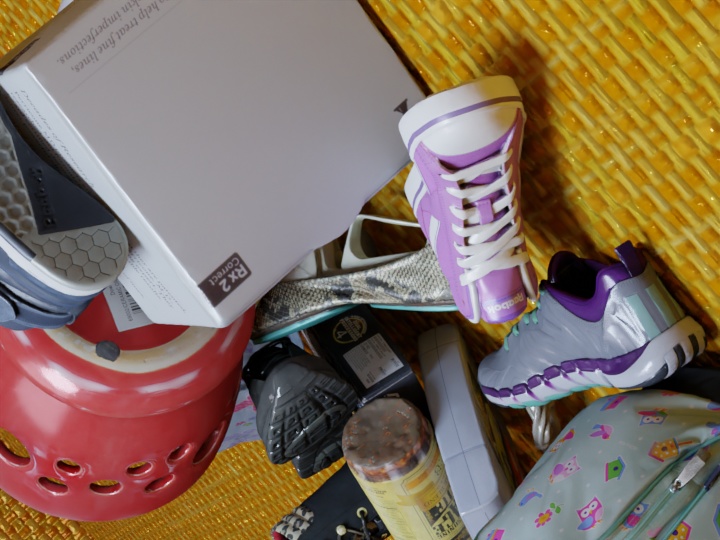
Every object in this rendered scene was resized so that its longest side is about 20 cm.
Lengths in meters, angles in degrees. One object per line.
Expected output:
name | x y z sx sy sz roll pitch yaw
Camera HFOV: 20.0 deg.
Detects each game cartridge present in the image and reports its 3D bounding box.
game cartridge | 0.084 0.131 1.434 0.133 0.041 0.200 58 -169 -34

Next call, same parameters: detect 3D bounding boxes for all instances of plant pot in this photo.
plant pot | -0.175 0.047 1.393 0.200 0.200 0.183 43 151 12

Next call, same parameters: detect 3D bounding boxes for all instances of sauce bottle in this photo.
sauce bottle | 0.049 0.169 1.443 0.066 0.066 0.200 30 160 41

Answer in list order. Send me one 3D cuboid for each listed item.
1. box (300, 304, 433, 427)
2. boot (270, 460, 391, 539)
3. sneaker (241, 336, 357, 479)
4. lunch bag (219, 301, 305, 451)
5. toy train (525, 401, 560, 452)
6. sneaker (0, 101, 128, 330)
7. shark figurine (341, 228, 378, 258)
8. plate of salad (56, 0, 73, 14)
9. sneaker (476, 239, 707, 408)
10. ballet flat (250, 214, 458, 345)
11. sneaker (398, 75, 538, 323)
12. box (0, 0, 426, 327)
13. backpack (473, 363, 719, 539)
box | 0.004 0.076 1.526 0.200 0.049 0.161 52 171 47
boot | 0.031 0.191 1.618 0.203 0.154 0.074 16 144 56
sneaker | -0.050 0.087 1.431 0.091 0.076 0.200 54 172 15
lunch bag | -0.131 0.038 1.689 0.170 0.127 0.200 110 143 -67
toy train | 0.173 0.147 1.362 0.116 0.085 0.200 9 139 45
sneaker | -0.234 -0.047 1.237 0.202 0.077 0.146 47 158 -1
shark figurine | -0.069 -0.078 1.470 0.214 0.128 0.090 21 -167 -1
plate of salad | -0.197 -0.141 1.448 0.048 0.201 0.200 10 179 -29
sneaker | 0.128 0.028 1.254 0.200 0.074 0.088 -17 104 57
ballet flat | 0.000 0.000 1.389 0.200 0.068 0.075 -11 95 35
sneaker | 0.075 -0.034 1.177 0.201 0.072 0.115 79 172 -72
box | -0.093 -0.100 1.253 0.200 0.199 0.131 54 159 -16
backpack | 0.164 0.148 1.187 0.127 0.200 0.167 49 162 -13
